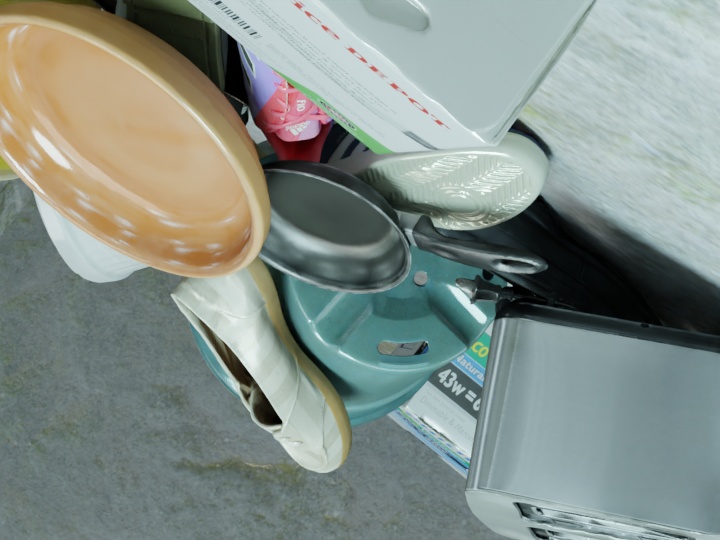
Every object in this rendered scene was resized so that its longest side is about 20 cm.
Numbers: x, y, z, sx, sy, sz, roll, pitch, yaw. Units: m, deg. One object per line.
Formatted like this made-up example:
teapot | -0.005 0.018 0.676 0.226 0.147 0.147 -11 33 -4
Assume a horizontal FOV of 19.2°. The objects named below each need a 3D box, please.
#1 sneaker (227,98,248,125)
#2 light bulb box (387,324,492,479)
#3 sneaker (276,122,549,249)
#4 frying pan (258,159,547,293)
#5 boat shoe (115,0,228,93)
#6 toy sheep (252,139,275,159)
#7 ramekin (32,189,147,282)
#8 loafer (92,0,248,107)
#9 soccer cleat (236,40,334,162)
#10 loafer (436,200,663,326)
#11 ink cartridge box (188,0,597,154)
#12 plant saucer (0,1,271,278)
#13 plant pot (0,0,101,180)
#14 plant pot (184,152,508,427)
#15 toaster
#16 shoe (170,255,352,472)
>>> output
sneaker | -0.171 -0.104 1.466 0.071 0.199 0.080 -72 -37 -75
light bulb box | 0.126 0.117 1.731 0.198 0.125 0.200 39 174 -7
sneaker | 0.033 -0.071 1.221 0.199 0.085 0.075 -7 140 45
frying pan | 0.004 -0.031 1.187 0.189 0.031 0.115 -11 137 42
boat shoe | -0.099 -0.145 1.159 0.074 0.069 0.200 18 150 -3
toy sheep | -0.052 -0.038 1.580 0.138 0.138 0.200 37 -153 5
ramekin | -0.168 -0.097 1.594 0.094 0.204 0.202 -7 155 18
loafer | -0.102 -0.158 1.239 0.199 0.073 0.072 31 -154 -31
soccer cleat | -0.035 -0.111 1.149 0.068 0.074 0.200 -4 169 -1
loafer | 0.111 0.009 1.302 0.200 0.071 0.068 40 173 -25
ink cartridge box | 0.000 -0.125 0.913 0.146 0.085 0.200 39 173 -12
plant saucer | -0.131 -0.076 1.174 0.199 0.038 0.201 25 149 16
plant pot | -0.253 -0.165 1.351 0.189 0.201 0.201 47 180 33
plant pot | 0.000 0.000 1.401 0.200 0.201 0.196 38 165 -8
toaster | 0.151 0.096 1.217 0.199 0.119 0.181 10 166 12
shoe | -0.063 0.062 1.319 0.070 0.053 0.201 21 148 42
